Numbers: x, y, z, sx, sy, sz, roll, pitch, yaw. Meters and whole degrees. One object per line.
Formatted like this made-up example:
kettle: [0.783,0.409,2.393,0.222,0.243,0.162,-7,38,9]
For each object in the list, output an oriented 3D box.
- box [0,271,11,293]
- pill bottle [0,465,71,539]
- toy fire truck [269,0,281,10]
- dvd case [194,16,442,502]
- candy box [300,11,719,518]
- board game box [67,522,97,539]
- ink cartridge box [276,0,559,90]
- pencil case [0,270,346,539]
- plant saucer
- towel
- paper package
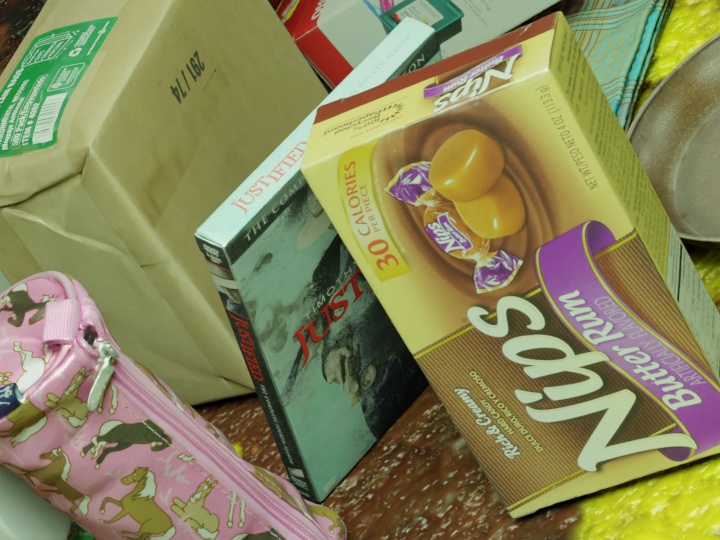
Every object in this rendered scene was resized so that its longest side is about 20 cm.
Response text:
box: [-0.271,-0.004,1.442,0.152,0.106,0.200,3,45,45]
pill bottle: [-0.240,0.125,1.113,0.200,0.114,0.114,-24,32,17]
toy fire truck: [-0.101,-0.167,1.435,0.200,0.112,0.168,-65,12,-12]
dvd case: [0.000,0.000,1.104,0.022,0.200,0.146,28,63,32]
candy box: [0.073,0.002,1.019,0.117,0.200,0.056,-20,27,21]
board game box: [-0.209,0.199,1.145,0.200,0.057,0.165,-6,41,38]
ink cartridge box: [0.037,-0.167,1.402,0.200,0.067,0.116,-28,24,35]
pencil case: [-0.091,0.088,1.057,0.083,0.200,0.087,-45,31,-1]
plant saucer: [0.221,-0.072,1.158,0.200,0.032,0.200,-23,32,16]
towel: [0.091,-0.095,1.321,0.146,0.022,0.200,-11,37,32]
paper package: [-0.102,-0.054,1.275,0.103,0.191,0.200,-12,37,32]
